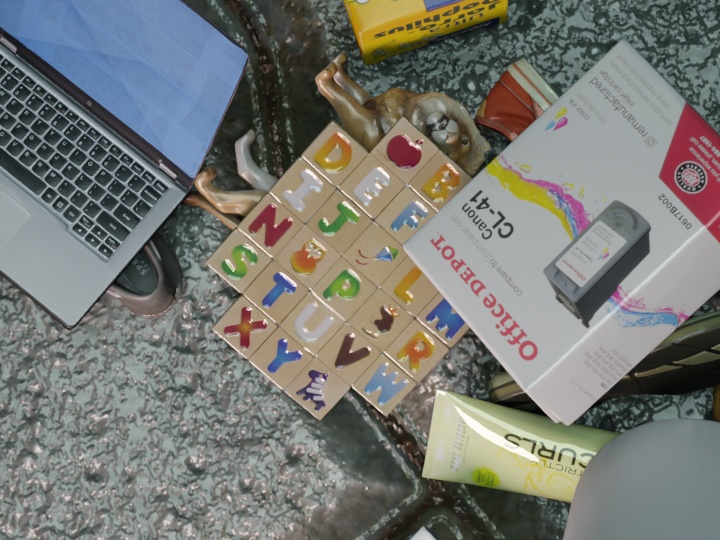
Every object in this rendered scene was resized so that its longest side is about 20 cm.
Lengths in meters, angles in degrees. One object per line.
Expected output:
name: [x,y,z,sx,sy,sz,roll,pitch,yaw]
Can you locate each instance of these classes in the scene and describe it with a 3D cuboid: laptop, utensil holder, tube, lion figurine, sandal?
laptop: [-0.203,-0.105,1.615,0.187,0.116,0.200,38,77,10]
utensil holder: [0.203,0.209,1.532,0.169,0.200,0.171,5,117,9]
tube: [0.143,0.131,1.645,0.199,0.052,0.058,12,84,4]
lion figurine: [-0.018,-0.066,1.675,0.200,0.072,0.123,-38,96,12]
sandal: [0.175,0.050,1.620,0.200,0.080,0.058,-13,61,23]

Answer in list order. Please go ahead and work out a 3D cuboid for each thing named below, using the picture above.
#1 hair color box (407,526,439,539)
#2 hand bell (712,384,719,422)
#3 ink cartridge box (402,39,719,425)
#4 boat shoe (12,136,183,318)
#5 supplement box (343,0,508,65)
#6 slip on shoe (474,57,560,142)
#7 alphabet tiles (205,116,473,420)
hair color box: [0.006,0.276,1.630,0.200,0.061,0.100,-44,83,-3]
hand bell: [0.260,0.028,1.644,0.103,0.104,0.202,5,95,4]
ink cartridge box: [0.150,-0.024,1.561,0.200,0.086,0.148,-42,60,4]
boat shoe: [-0.196,-0.050,1.681,0.067,0.057,0.200,-43,83,-2]
supplement box: [0.022,-0.259,1.668,0.108,0.110,0.201,-18,83,1]
slip on shoe: [0.152,-0.053,1.659,0.061,0.074,0.200,-40,79,8]
alphabet tiles: [0.000,0.000,1.650,0.166,0.006,0.200,41,103,-9]
